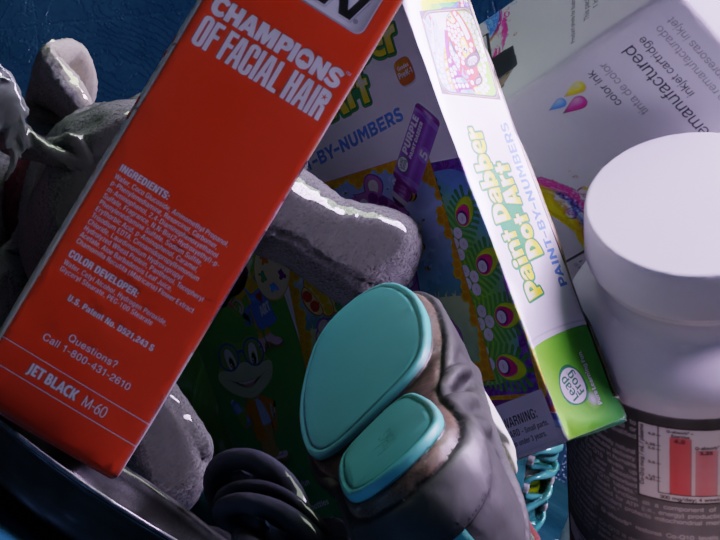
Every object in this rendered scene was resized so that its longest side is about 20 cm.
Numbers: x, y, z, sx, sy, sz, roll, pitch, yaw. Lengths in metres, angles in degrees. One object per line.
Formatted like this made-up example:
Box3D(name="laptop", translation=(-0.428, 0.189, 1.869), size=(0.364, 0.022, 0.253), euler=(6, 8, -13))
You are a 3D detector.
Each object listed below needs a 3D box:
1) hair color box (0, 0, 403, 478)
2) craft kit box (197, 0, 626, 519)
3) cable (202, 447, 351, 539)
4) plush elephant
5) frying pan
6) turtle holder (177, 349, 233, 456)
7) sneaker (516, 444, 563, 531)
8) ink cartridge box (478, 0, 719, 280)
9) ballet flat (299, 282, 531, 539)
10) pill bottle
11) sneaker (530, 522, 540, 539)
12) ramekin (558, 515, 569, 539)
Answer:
Box3D(name="hair color box", translation=(-0.059, -0.033, 0.898), size=(0.064, 0.201, 0.111), euler=(30, 0, -6))
Box3D(name="craft kit box", translation=(0.000, 0.000, 1.085), size=(0.048, 0.199, 0.200), euler=(-13, -9, -43))
Box3D(name="cable", translation=(0.021, 0.125, 0.840), size=(0.163, 0.051, 0.200), euler=(44, 3, -23))
Box3D(name="plush elephant", translation=(-0.109, -0.011, 1.036), size=(0.200, 0.165, 0.155), euler=(42, -14, -15))
Box3D(name="frying pan", translation=(-0.080, 0.085, 0.926), size=(0.115, 0.031, 0.190), euler=(33, -1, 18))
Box3D(name="turtle holder", translation=(-0.060, 0.025, 1.306), size=(0.131, 0.142, 0.185), euler=(27, 4, 22))
Box3D(name="sneaker", translation=(0.064, 0.101, 1.252), size=(0.078, 0.079, 0.201), euler=(-61, 129, -68))
Box3D(name="ink cartridge box", translation=(0.103, -0.047, 1.140), size=(0.145, 0.199, 0.084), euler=(43, 31, -24))
Box3D(name="ballet flat", translation=(0.019, 0.064, 0.848), size=(0.068, 0.068, 0.200), euler=(48, 8, -14))
Box3D(name="pill bottle", translation=(0.143, 0.050, 1.084), size=(0.116, 0.116, 0.201), euler=(32, -38, 36))
Box3D(name="sneaker", translation=(0.031, 0.079, 1.170), size=(0.201, 0.073, 0.087), euler=(68, 15, 9))
Box3D(name="ramekin", translation=(0.207, 0.162, 1.356), size=(0.202, 0.203, 0.094), euler=(30, 13, -41))
